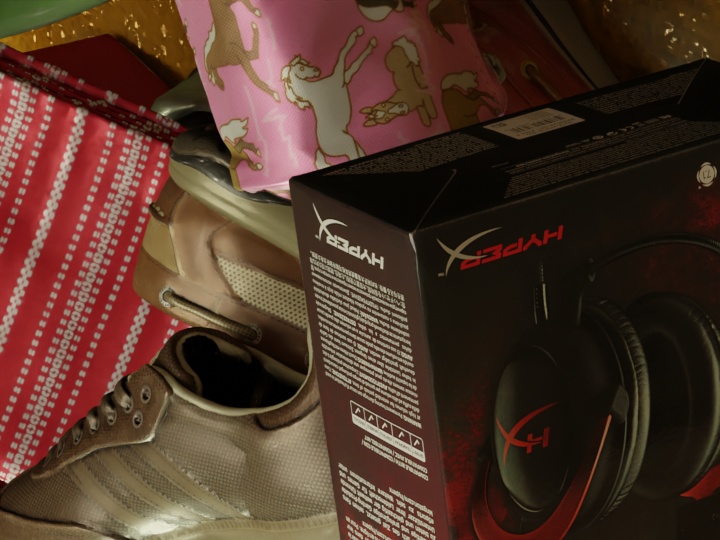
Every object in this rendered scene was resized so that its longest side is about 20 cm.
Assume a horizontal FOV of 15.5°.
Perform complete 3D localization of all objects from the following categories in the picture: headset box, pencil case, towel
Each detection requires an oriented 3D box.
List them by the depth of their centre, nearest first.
[{"bbox_3d":[0.071,0.055,0.776,0.075,0.148,0.200,27,128,58],"label":"headset box"},{"bbox_3d":[-0.018,-0.122,0.798,0.083,0.086,0.200,-13,92,34],"label":"pencil case"},{"bbox_3d":[-0.130,-0.003,0.933,0.200,0.022,0.145,24,99,0],"label":"towel"}]

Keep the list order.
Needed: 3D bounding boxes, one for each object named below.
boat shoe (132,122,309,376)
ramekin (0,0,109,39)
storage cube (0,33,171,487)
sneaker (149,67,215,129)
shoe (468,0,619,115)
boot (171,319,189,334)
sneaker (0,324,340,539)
[{"bbox_3d":[0.013,0.027,0.884,0.200,0.076,0.074,32,103,10],"label":"boat shoe"},{"bbox_3d":[-0.139,-0.169,0.986,0.200,0.200,0.098,-41,65,56],"label":"ramekin"},{"bbox_3d":[-0.143,0.027,1.091,0.200,0.180,0.171,41,138,48],"label":"storage cube"},{"bbox_3d":[0.000,0.000,0.969,0.200,0.090,0.075,51,143,26],"label":"sneaker"},{"bbox_3d":[0.056,-0.025,0.873,0.200,0.091,0.072,55,145,21],"label":"shoe"},{"bbox_3d":[-0.094,0.080,0.983,0.074,0.075,0.200,-125,46,-65],"label":"boot"},{"bbox_3d":[-0.055,0.055,0.866,0.200,0.070,0.076,-11,100,39],"label":"sneaker"}]
